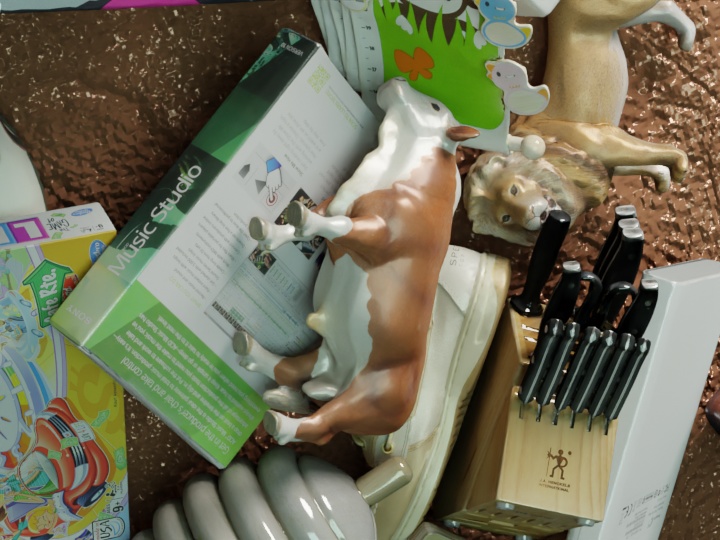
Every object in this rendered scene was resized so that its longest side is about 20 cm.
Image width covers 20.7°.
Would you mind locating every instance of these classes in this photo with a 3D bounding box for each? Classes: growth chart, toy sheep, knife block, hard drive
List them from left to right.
[{"bbox_3d":[-0.054,0.167,1.098,0.200,0.138,0.138,-32,112,-2],"label":"toy sheep"},{"bbox_3d":[0.021,-0.142,1.030,0.018,0.144,0.201,-53,135,-37],"label":"growth chart"},{"bbox_3d":[0.106,0.057,1.120,0.064,0.200,0.176,13,75,-9],"label":"knife block"},{"bbox_3d":[0.169,0.095,1.164,0.026,0.132,0.201,19,101,24],"label":"hard drive"}]

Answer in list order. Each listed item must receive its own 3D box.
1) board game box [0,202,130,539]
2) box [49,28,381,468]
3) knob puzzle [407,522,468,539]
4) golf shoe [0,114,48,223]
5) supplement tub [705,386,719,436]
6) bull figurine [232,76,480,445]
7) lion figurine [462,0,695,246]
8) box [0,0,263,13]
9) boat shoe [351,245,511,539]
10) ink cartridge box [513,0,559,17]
[{"bbox_3d":[-0.194,0.070,1.046,0.134,0.034,0.201,-11,122,-20],"label":"board game box"},{"bbox_3d":[-0.058,-0.009,1.054,0.200,0.036,0.144,-53,138,-11],"label":"box"},{"bbox_3d":[0.057,0.256,1.186,0.219,0.030,0.221,-13,126,-18],"label":"knob puzzle"},{"bbox_3d":[-0.220,-0.073,1.001,0.077,0.088,0.201,-32,114,-9],"label":"golf shoe"},{"bbox_3d":[0.312,0.048,1.197,0.200,0.107,0.107,-47,113,0],"label":"supplement tub"},{"bbox_3d":[0.000,0.000,1.042,0.121,0.065,0.201,-7,110,-34],"label":"bull figurine"},{"bbox_3d":[0.130,-0.109,1.122,0.122,0.072,0.201,10,88,-5],"label":"lion figurine"},{"bbox_3d":[-0.128,-0.193,0.905,0.199,0.132,0.115,-4,115,-12],"label":"box"},{"bbox_3d":[0.026,0.075,1.138,0.069,0.074,0.201,19,104,2],"label":"boat shoe"},{"bbox_3d":[0.057,-0.252,1.037,0.200,0.087,0.146,41,84,-25],"label":"ink cartridge box"}]
